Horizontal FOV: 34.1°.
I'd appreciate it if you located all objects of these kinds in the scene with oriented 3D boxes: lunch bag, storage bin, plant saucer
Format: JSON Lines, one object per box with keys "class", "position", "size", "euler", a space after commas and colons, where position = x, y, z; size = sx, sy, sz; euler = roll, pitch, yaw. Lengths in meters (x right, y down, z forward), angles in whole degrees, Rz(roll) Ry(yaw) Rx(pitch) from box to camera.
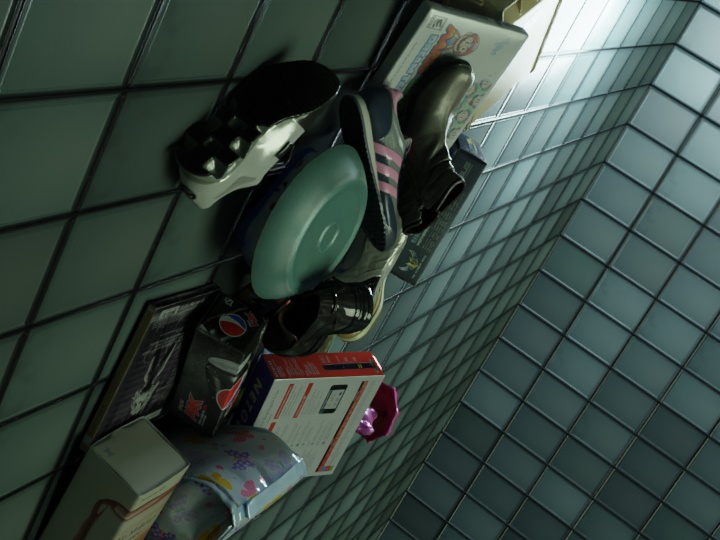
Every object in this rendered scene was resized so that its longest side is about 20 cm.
{"class": "lunch bag", "position": [-0.070, -0.054, 1.435], "size": [0.161, 0.075, 0.200], "euler": [-54, 164, -13]}
{"class": "lunch bag", "position": [-0.190, 0.275, 1.479], "size": [0.169, 0.198, 0.129], "euler": [-32, 117, -59]}
{"class": "storage bin", "position": [0.182, -0.326, 1.595], "size": [0.200, 0.093, 0.200], "euler": [-42, 159, -39]}
{"class": "plant saucer", "position": [-0.048, -0.046, 1.333], "size": [0.200, 0.036, 0.201], "euler": [-47, 158, -26]}

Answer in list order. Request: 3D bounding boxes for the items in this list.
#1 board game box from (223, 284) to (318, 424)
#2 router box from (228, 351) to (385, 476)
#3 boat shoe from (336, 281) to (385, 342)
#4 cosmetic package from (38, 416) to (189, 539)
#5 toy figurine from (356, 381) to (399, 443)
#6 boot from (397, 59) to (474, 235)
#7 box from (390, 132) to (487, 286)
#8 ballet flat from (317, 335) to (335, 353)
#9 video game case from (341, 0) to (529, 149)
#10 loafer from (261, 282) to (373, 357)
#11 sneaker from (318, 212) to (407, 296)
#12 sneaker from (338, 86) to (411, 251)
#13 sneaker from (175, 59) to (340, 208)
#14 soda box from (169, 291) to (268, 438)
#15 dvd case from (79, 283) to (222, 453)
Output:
{"class": "board game box", "position": [-0.140, 0.097, 1.567], "size": [0.165, 0.057, 0.201], "euler": [-38, 157, -44]}
{"class": "router box", "position": [-0.084, 0.200, 1.600], "size": [0.178, 0.049, 0.201], "euler": [2, 129, -36]}
{"class": "boat shoe", "position": [0.002, 0.009, 1.775], "size": [0.076, 0.071, 0.201], "euler": [64, 39, -54]}
{"class": "cosmetic package", "position": [-0.296, 0.283, 1.383], "size": [0.103, 0.087, 0.201], "euler": [-27, 154, -56]}
{"class": "toy figurine", "position": [-0.029, 0.190, 1.749], "size": [0.151, 0.183, 0.200], "euler": [-60, -177, 18]}
{"class": "boot", "position": [0.098, -0.146, 1.438], "size": [0.067, 0.131, 0.200], "euler": [6, 132, -44]}
{"class": "box", "position": [0.106, -0.091, 1.657], "size": [0.201, 0.051, 0.158], "euler": [-61, -173, 15]}
{"class": "ballet flat", "position": [-0.055, 0.049, 1.671], "size": [0.071, 0.070, 0.201], "euler": [84, 31, -67]}
{"class": "video game case", "position": [0.094, -0.234, 1.461], "size": [0.181, 0.024, 0.201], "euler": [3, 133, -42]}
{"class": "loafer", "position": [-0.069, 0.056, 1.401], "size": [0.072, 0.074, 0.199], "euler": [8, 155, -35]}
{"class": "sneaker", "position": [0.000, 0.000, 1.584], "size": [0.201, 0.072, 0.072], "euler": [-54, 180, -5]}
{"class": "sneaker", "position": [0.033, -0.123, 1.416], "size": [0.081, 0.070, 0.202], "euler": [-22, 118, -27]}
{"class": "sneaker", "position": [-0.104, -0.136, 1.176], "size": [0.199, 0.074, 0.089], "euler": [-38, 159, -23]}
{"class": "soda box", "position": [-0.175, 0.119, 1.427], "size": [0.064, 0.070, 0.201], "euler": [-56, 175, -40]}
{"class": "dvd case", "position": [-0.242, 0.111, 1.362], "size": [0.201, 0.016, 0.148], "euler": [-62, 165, 18]}
